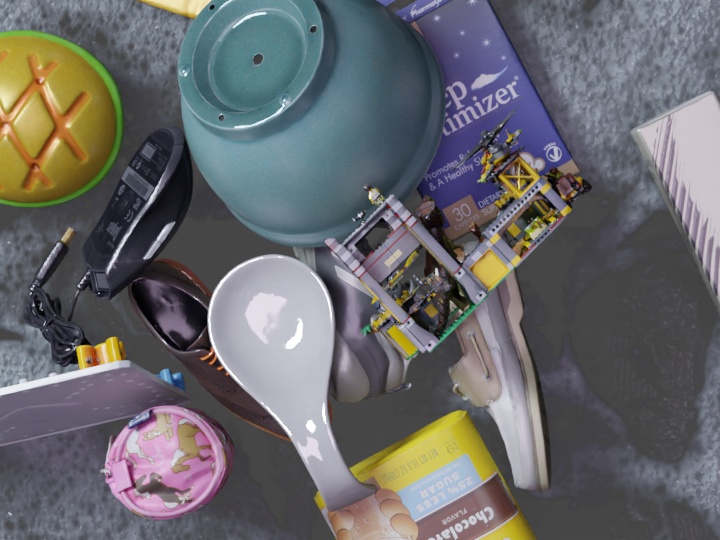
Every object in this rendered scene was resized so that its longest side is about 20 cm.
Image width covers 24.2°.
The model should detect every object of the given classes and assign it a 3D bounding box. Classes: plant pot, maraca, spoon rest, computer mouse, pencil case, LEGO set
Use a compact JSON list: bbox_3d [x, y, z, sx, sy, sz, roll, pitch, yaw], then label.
[{"bbox_3d":[-0.054,-0.134,1.237,0.199,0.134,0.202,-9,68,23],"label":"plant pot"},{"bbox_3d":[-0.282,-0.120,1.311,0.198,0.107,0.138,5,96,5],"label":"maraca"},{"bbox_3d":[-0.047,0.083,1.262,0.099,0.061,0.201,-26,83,6],"label":"spoon rest"},{"bbox_3d":[-0.191,-0.022,1.311,0.046,0.140,0.201,29,88,-31],"label":"computer mouse"},{"bbox_3d":[-0.142,0.143,1.271,0.086,0.200,0.083,36,85,1],"label":"pencil case"},{"bbox_3d":[0.057,-0.033,1.222,0.200,0.154,0.116,-44,91,6],"label":"LEGO set"}]

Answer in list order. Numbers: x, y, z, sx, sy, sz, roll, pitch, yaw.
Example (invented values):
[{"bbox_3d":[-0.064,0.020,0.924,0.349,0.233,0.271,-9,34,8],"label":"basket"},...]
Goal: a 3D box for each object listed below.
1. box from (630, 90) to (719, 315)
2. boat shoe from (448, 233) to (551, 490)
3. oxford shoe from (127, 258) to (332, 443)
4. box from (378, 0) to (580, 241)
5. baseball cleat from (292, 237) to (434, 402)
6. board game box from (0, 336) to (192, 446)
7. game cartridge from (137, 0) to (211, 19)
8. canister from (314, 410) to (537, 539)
[{"bbox_3d":[0.281,-0.033,1.282,0.068,0.082,0.201,-26,90,7],"label":"box"},{"bbox_3d":[0.103,0.076,1.311,0.068,0.075,0.202,-12,82,7],"label":"boat shoe"},{"bbox_3d":[-0.108,0.071,1.324,0.200,0.073,0.071,38,96,2],"label":"oxford shoe"},{"bbox_3d":[0.073,-0.136,1.318,0.121,0.032,0.201,-28,90,6],"label":"box"},{"bbox_3d":[0.000,0.000,1.324,0.106,0.070,0.202,-9,95,-11],"label":"baseball cleat"},{"bbox_3d":[-0.247,0.098,1.279,0.199,0.200,0.026,-13,77,5],"label":"board game box"},{"bbox_3d":[-0.157,-0.299,1.314,0.199,0.032,0.177,19,95,13],"label":"game cartridge"},{"bbox_3d":[0.070,0.229,1.314,0.148,0.087,0.201,-29,89,6],"label":"canister"}]
